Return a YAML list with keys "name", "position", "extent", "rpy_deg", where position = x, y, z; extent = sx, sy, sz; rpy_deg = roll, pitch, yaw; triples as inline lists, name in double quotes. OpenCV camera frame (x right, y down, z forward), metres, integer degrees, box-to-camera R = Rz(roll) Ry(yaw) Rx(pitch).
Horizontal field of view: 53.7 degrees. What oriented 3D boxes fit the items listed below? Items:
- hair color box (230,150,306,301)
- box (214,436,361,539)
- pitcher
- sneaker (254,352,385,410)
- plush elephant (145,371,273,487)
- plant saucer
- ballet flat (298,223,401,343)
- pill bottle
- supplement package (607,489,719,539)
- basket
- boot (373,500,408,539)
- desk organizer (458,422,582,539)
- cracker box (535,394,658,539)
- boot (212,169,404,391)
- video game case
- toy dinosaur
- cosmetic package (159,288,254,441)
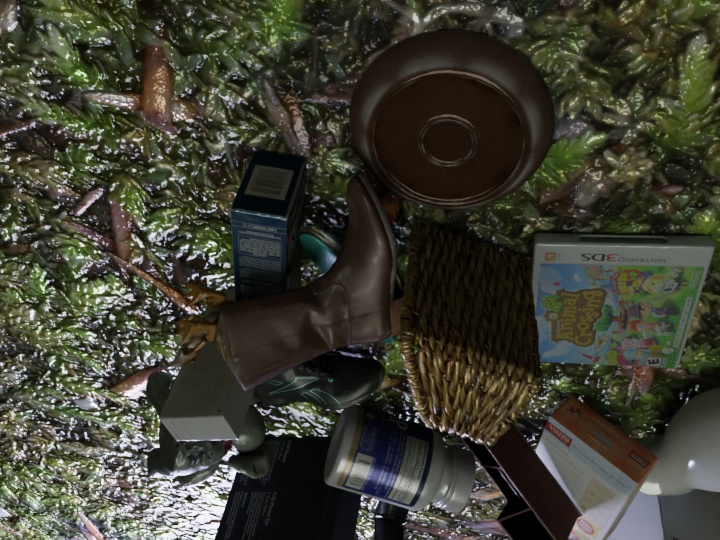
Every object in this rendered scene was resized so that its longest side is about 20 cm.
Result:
- name: "hair color box"
  position: [-0.100, -0.019, 0.786]
  extent: [0.060, 0.100, 0.200]
  rpy_deg: [10, 136, 2]
- name: "box"
  position: [-0.102, 0.367, 1.096]
  extent: [0.181, 0.200, 0.104]
  rpy_deg: [-4, 132, 17]
- name: "pitcher"
  position: [0.464, 0.226, 0.906]
  extent: [0.171, 0.122, 0.200]
  rpy_deg: [6, 148, -15]
- name: "sneaker"
  position: [-0.066, 0.140, 0.955]
  extent: [0.199, 0.076, 0.079]
  rpy_deg: [-9, 129, 20]
- name: "plush elephant"
  position: [-0.211, 0.232, 1.040]
  extent: [0.154, 0.165, 0.200]
  rpy_deg: [-4, -176, -35]
- name: "plant saucer"
  position: [0.085, -0.130, 0.686]
  extent: [0.199, 0.032, 0.201]
  rpy_deg: [7, 134, 7]
- name: "ballet flat"
  position: [0.000, 0.000, 0.810]
  extent: [0.074, 0.074, 0.200]
  rpy_deg: [-13, 134, 23]
- name: "pill bottle"
  position: [0.058, 0.279, 1.032]
  extent: [0.199, 0.120, 0.120]
  rpy_deg: [19, 135, -7]
- name: "supplement package"
  position: [0.447, 0.416, 1.084]
  extent: [0.117, 0.117, 0.200]
  rpy_deg: [19, 136, -6]
- name: "basket"
  position: [0.092, 0.069, 0.758]
  extent: [0.149, 0.200, 0.143]
  rpy_deg: [18, 131, -8]
- name: "boot"
  position: [0.049, 0.431, 1.126]
  extent: [0.065, 0.200, 0.165]
  rpy_deg: [10, 135, 3]
- name: "desk organizer"
  position: [0.205, 0.285, 0.972]
  extent: [0.072, 0.077, 0.200]
  rpy_deg: [-39, 86, 38]
- name: "cracker box"
  position: [0.308, 0.282, 0.978]
  extent: [0.134, 0.058, 0.200]
  rpy_deg: [38, 146, 30]
- name: "boot"
  position: [-0.061, 0.013, 0.707]
  extent: [0.199, 0.064, 0.187]
  rpy_deg: [-16, 107, -7]
- name: "video game case"
  position: [0.286, 0.039, 0.815]
  extent: [0.181, 0.022, 0.200]
  rpy_deg: [2, 134, 11]
- name: "toy dinosaur"
  position: [-0.139, 0.048, 0.764]
  extent: [0.200, 0.061, 0.106]
  rpy_deg: [-23, 157, 26]
- name: "cosmetic package"
  position: [-0.162, 0.107, 0.853]
  extent: [0.082, 0.200, 0.051]
  rpy_deg: [-7, 132, 19]
